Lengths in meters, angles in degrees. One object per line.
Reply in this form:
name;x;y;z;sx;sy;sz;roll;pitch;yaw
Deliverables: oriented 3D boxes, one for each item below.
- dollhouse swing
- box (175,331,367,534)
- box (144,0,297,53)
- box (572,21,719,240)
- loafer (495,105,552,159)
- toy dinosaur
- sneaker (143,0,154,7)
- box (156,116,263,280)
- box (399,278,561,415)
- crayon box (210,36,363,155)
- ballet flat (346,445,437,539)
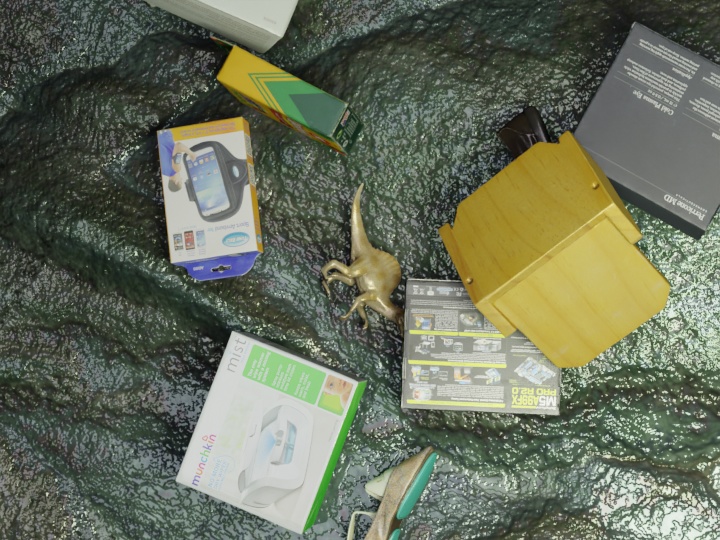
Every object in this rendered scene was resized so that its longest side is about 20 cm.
dollhouse swing;0.240;-0.017;1.633;0.199;0.175;0.183;-38;48;17
box;-0.110;0.199;1.708;0.175;0.097;0.202;22;89;8
box;-0.162;-0.408;1.709;0.198;0.171;0.201;22;88;-11
box;0.374;-0.168;1.664;0.199;0.104;0.183;31;89;11
loafer;0.223;-0.102;1.703;0.071;0.073;0.202;-21;74;12
toy dinosaur;0.000;0.000;1.739;0.100;0.058;0.202;-22;89;-9
sneaker;-0.254;-0.448;1.806;0.080;0.075;0.202;7;86;0
box;-0.195;-0.091;1.776;0.118;0.041;0.202;-8;81;8
box;0.150;0.095;1.690;0.198;0.044;0.162;2;85;0
crayon box;-0.101;-0.221;1.731;0.199;0.127;0.051;29;89;11
ballet flat;0.027;0.300;1.693;0.067;0.068;0.202;24;87;17
